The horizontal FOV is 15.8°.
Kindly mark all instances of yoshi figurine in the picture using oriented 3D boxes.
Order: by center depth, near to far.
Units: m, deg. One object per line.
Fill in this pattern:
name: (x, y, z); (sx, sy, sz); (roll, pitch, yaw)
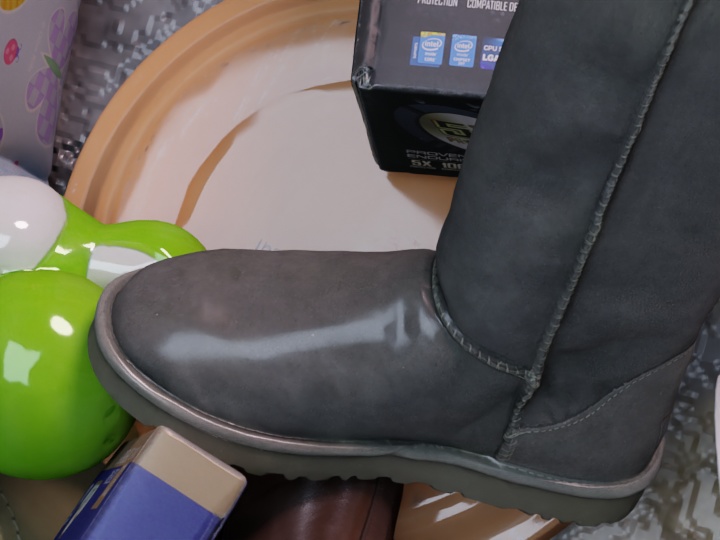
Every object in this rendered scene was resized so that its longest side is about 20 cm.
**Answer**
yoshi figurine: (-0.143, 0.015, 0.748); (0.199, 0.112, 0.113); (2, 72, -2)

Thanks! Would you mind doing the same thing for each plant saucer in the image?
plant saucer: (0.000, 0.000, 0.804); (0.199, 0.032, 0.201); (-2, 77, 9)

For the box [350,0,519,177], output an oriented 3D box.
box: (0.108, -0.108, 0.755); (0.199, 0.086, 0.165); (7, 76, 7)

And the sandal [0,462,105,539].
sandal: (-0.108, 0.092, 0.821); (0.070, 0.077, 0.212); (-44, 64, 37)

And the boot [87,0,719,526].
boot: (0.035, -0.029, 0.672); (0.181, 0.200, 0.073); (9, 45, -12)

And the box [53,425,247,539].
box: (-0.101, 0.133, 0.688); (0.032, 0.121, 0.201); (32, 80, -5)

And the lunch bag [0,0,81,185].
lunch bag: (-0.161, -0.123, 0.784); (0.126, 0.200, 0.171); (8, 85, 14)

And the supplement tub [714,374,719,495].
supplement tub: (0.202, 0.074, 0.695); (0.199, 0.144, 0.145); (-9, 80, 13)

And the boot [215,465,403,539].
boot: (-0.057, 0.139, 0.707); (0.186, 0.200, 0.064); (-37, 113, 15)
